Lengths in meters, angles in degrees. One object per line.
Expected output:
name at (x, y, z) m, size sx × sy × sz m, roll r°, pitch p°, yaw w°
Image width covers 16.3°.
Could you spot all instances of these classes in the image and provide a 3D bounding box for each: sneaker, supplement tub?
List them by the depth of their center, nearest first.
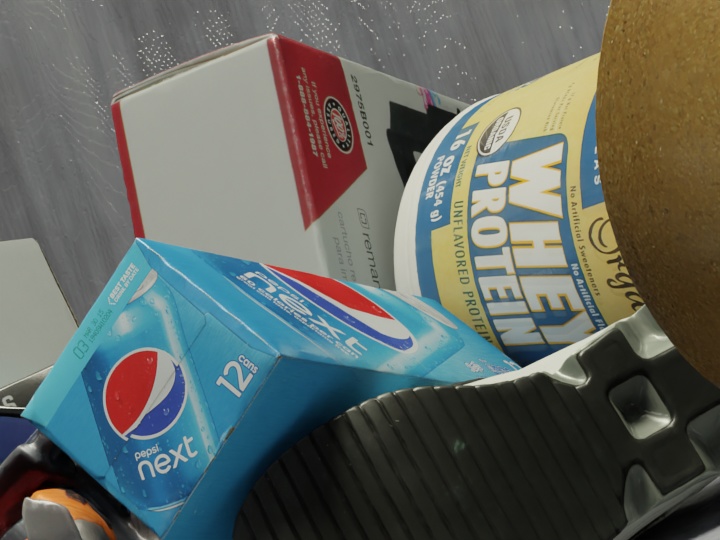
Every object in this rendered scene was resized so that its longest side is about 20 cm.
sneaker at (0.051, 0.064, 0.768) m, size 0.200 × 0.074 × 0.089 m, roll -20°, pitch -13°, yaw -19°
supplement tub at (0.123, -0.016, 0.897) m, size 0.145 × 0.145 × 0.200 m, roll -23°, pitch 2°, yaw -39°

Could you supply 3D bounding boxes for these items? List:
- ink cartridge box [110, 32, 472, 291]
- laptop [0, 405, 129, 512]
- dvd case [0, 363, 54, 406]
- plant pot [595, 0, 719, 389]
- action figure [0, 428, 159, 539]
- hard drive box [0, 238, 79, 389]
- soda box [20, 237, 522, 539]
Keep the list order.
ink cartridge box at (0.000, 0.000, 1.015) m, size 0.083 × 0.146 × 0.200 m, roll -20°, pitch -16°, yaw 27°
laptop at (-0.160, 0.129, 0.957) m, size 0.200 × 0.103 × 0.177 m, roll -46°, pitch -20°, yaw -17°
dvd case at (-0.174, 0.114, 1.080) m, size 0.150 × 0.025 × 0.200 m, roll -25°, pitch -23°, yaw -10°
plant pot at (0.186, -0.037, 0.613) m, size 0.186 × 0.187 × 0.200 m, roll -23°, pitch 14°, yaw -20°
action figure at (-0.116, 0.130, 0.824) m, size 0.200 × 0.105 × 0.193 m, roll -50°, pitch -11°, yaw 11°
hard drive box at (-0.233, 0.069, 1.050) m, size 0.200 × 0.077 × 0.156 m, roll -10°, pitch -29°, yaw -38°
soda box at (-0.015, 0.043, 0.804) m, size 0.068 × 0.064 × 0.200 m, roll -57°, pitch -26°, yaw 11°
